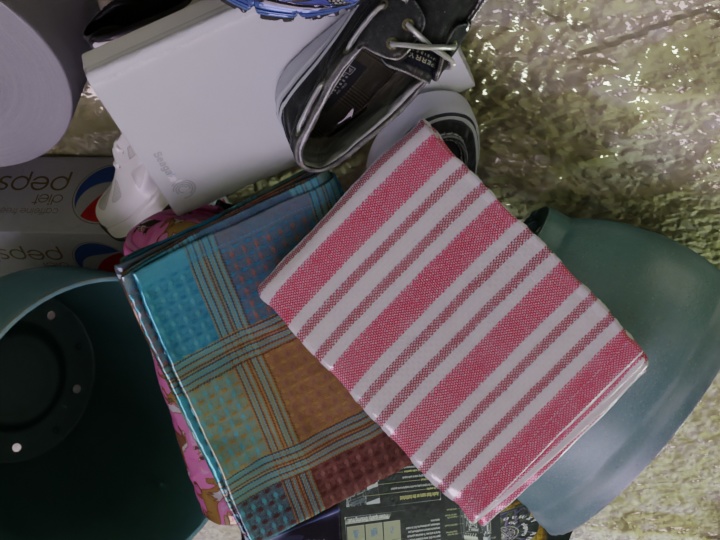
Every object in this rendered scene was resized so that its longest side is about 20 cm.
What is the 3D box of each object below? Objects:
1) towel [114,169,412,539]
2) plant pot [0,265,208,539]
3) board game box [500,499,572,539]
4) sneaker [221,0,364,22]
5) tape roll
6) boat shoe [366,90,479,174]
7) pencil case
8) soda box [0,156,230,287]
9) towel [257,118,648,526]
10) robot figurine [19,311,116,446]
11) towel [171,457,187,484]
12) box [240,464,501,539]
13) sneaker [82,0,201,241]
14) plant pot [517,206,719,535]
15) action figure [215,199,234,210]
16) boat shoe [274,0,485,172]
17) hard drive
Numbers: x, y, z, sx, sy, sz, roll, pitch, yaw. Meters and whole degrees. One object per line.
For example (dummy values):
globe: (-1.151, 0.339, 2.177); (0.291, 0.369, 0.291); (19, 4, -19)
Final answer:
towel: (-0.044, 0.053, 1.470); (0.201, 0.146, 0.022); (67, 170, -18)
plant pot: (-0.199, 0.088, 1.596); (0.200, 0.201, 0.161); (39, 171, -30)
board game box: (0.095, 0.206, 1.851); (0.134, 0.028, 0.201); (-10, 149, -15)
sneaker: (-0.074, -0.204, 1.326); (0.199, 0.076, 0.079); (27, 140, 7)
tape roll: (-0.265, -0.152, 1.515); (0.198, 0.067, 0.201); (12, 147, 8)
boat shoe: (0.036, -0.018, 1.491); (0.071, 0.068, 0.201); (-3, 134, -24)
pencil case: (-0.085, 0.060, 1.513); (0.086, 0.083, 0.202); (-17, 106, -12)
soda box: (-0.190, -0.032, 1.651); (0.198, 0.069, 0.064); (1, 143, 23)
towel: (0.054, 0.031, 1.430); (0.200, 0.146, 0.030); (46, -175, 3)
robot figurine: (-0.180, 0.088, 1.778); (0.198, 0.114, 0.169); (4, 179, 21)
towel: (-0.045, 0.149, 1.700); (0.018, 0.087, 0.200); (19, 168, 46)
box: (0.008, 0.143, 1.655); (0.086, 0.165, 0.199); (-6, 177, 35)
sneaker: (-0.135, -0.109, 1.519); (0.115, 0.076, 0.200); (36, 129, -13)
plant pot: (0.131, 0.045, 1.527); (0.134, 0.201, 0.200); (39, 143, -6)
action figure: (0.000, 0.000, 1.593); (0.198, 0.070, 0.131); (-1, 128, -2)
boat shoe: (0.028, -0.130, 1.363); (0.072, 0.071, 0.200); (20, 126, -32)
hard drive: (-0.046, -0.118, 1.426); (0.199, 0.026, 0.132); (-23, 136, 8)
